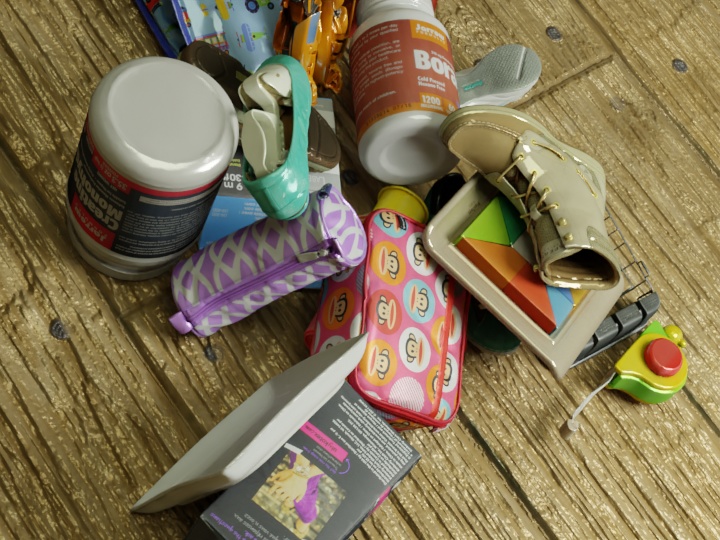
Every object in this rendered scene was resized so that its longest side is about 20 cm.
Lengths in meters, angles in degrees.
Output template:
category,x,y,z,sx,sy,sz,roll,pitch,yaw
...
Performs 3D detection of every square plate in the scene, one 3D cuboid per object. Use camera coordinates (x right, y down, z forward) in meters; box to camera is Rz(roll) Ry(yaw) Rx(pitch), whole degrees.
category,x,y,z,sx,sy,sz,roll,pitch,yaw
square plate,-0.095,0.142,1.393,0.198,0.200,0.029,-42,97,-35

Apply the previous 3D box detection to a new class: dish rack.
category,x,y,z,sx,sy,sz,roll,pitch,yaw
dish rack,0.223,-0.010,1.673,0.153,0.055,0.201,-24,80,-32

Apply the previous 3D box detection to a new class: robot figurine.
category,x,y,z,sx,sy,sz,roll,pitch,yaw
robot figurine,-0.041,-0.275,1.604,0.058,0.202,0.145,18,23,17

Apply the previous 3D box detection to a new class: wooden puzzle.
category,x,y,z,sx,sy,sz,roll,pitch,yaw
wooden puzzle,0.171,-0.012,1.573,0.200,0.037,0.185,47,43,-2

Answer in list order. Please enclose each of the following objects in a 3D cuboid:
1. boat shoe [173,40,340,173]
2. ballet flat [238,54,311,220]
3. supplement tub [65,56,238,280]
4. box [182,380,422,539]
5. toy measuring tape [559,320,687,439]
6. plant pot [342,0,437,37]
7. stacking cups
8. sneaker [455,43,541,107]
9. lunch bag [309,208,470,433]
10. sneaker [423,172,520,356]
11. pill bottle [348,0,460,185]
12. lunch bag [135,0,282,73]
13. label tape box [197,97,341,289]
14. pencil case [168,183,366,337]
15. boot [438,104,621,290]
category,x,y,z,sx,sy,sz,roll,pitch,yaw
boat shoe,-0.112,-0.152,1.559,0.199,0.076,0.072,34,40,-25
ballet flat,-0.082,-0.141,1.450,0.067,0.070,0.202,-20,51,18
supplement tub,-0.202,-0.092,1.484,0.139,0.200,0.142,10,57,-15
box,-0.058,0.213,1.404,0.106,0.122,0.200,44,56,7
toy measuring tape,0.285,0.125,1.625,0.074,0.074,0.200,43,55,7
plant pot,-0.011,-0.396,1.756,0.198,0.177,0.201,-15,67,-28
stacking cups,0.000,0.000,1.596,0.060,0.061,0.201,33,56,1
sneaker,0.104,-0.189,1.747,0.198,0.080,0.071,-15,73,-7
lunch bag,0.041,0.055,1.535,0.175,0.081,0.202,24,65,-39
sneaker,0.116,-0.010,1.627,0.071,0.080,0.201,-16,65,-19
pill bottle,0.045,-0.200,1.643,0.111,0.112,0.202,6,56,-18
lunch bag,-0.141,-0.274,1.684,0.149,0.094,0.201,-16,68,-31
label tape box,-0.094,-0.086,1.606,0.142,0.066,0.202,5,57,-18
pencil case,-0.087,-0.005,1.481,0.084,0.199,0.086,48,30,-28
boot,0.169,-0.069,1.541,0.199,0.073,0.156,25,41,-27
